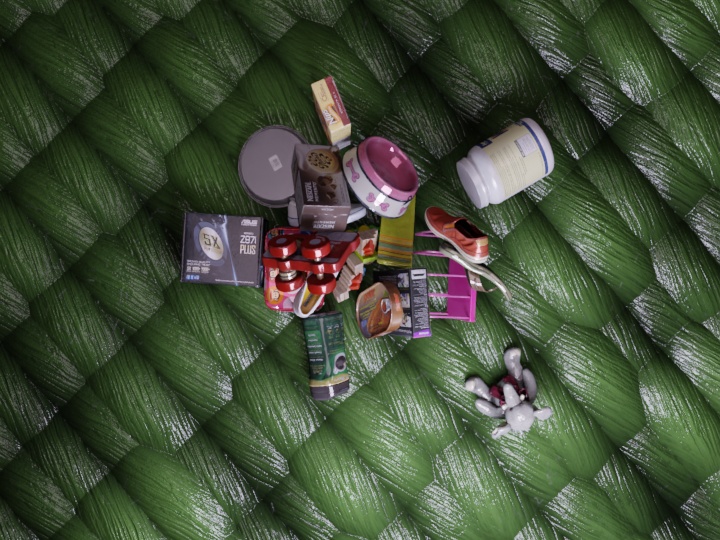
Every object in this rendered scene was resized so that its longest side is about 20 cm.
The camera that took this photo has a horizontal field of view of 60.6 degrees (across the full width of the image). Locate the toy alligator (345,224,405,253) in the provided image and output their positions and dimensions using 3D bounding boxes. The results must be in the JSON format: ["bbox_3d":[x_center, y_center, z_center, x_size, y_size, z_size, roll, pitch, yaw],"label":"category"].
[{"bbox_3d":[0.015,-0.089,1.513,0.194,0.060,0.055,-18,46,-7],"label":"toy alligator"}]

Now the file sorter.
[{"bbox_3d":[0.191,0.010,1.449,0.121,0.139,0.207,3,90,-14],"label":"file sorter"}]

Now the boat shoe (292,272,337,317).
[{"bbox_3d":[-0.094,0.017,1.432,0.070,0.070,0.203,33,82,-14],"label":"boat shoe"}]

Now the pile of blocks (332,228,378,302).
[{"bbox_3d":[0.000,0.000,1.480,0.080,0.062,0.204,8,118,-39],"label":"pile of blocks"}]

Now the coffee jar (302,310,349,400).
[{"bbox_3d":[-0.082,0.205,1.481,0.083,0.103,0.207,-7,89,31],"label":"coffee jar"}]

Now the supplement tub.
[{"bbox_3d":[0.341,-0.251,1.460,0.196,0.145,0.148,-29,89,0],"label":"supplement tub"}]

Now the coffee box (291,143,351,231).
[{"bbox_3d":[-0.094,-0.191,1.416,0.109,0.081,0.204,1,51,-16],"label":"coffee box"}]

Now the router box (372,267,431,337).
[{"bbox_3d":[0.092,0.073,1.434,0.050,0.199,0.154,-3,90,-23],"label":"router box"}]

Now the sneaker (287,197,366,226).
[{"bbox_3d":[-0.084,-0.152,1.493,0.193,0.074,0.073,-6,115,2],"label":"sneaker"}]

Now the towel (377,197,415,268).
[{"bbox_3d":[0.088,-0.104,1.482,0.083,0.018,0.206,9,64,-6],"label":"towel"}]

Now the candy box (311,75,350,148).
[{"bbox_3d":[-0.066,-0.360,1.438,0.054,0.200,0.118,-22,89,-1],"label":"candy box"}]

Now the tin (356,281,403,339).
[{"bbox_3d":[0.043,0.093,1.440,0.041,0.199,0.115,-9,79,-24],"label":"tin"}]

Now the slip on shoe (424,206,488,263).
[{"bbox_3d":[0.210,-0.093,1.337,0.072,0.200,0.063,-14,129,-26],"label":"slip on shoe"}]

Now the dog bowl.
[{"bbox_3d":[0.053,-0.225,1.436,0.201,0.200,0.074,49,129,0],"label":"dog bowl"}]

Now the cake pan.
[{"bbox_3d":[-0.210,-0.260,1.521,0.193,0.037,0.207,0,89,1],"label":"cake pan"}]

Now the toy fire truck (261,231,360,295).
[{"bbox_3d":[-0.113,-0.040,1.380,0.194,0.169,0.115,4,121,21],"label":"toy fire truck"}]

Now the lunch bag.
[{"bbox_3d":[-0.147,-0.002,1.501,0.170,0.082,0.207,1,90,-3],"label":"lunch bag"}]

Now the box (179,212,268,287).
[{"bbox_3d":[-0.328,-0.049,1.496,0.193,0.086,0.169,4,89,1],"label":"box"}]

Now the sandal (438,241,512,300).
[{"bbox_3d":[0.250,0.008,1.362,0.198,0.080,0.058,33,101,-4],"label":"sandal"}]

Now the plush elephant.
[{"bbox_3d":[0.357,0.310,1.449,0.162,0.155,0.204,-27,89,0],"label":"plush elephant"}]
